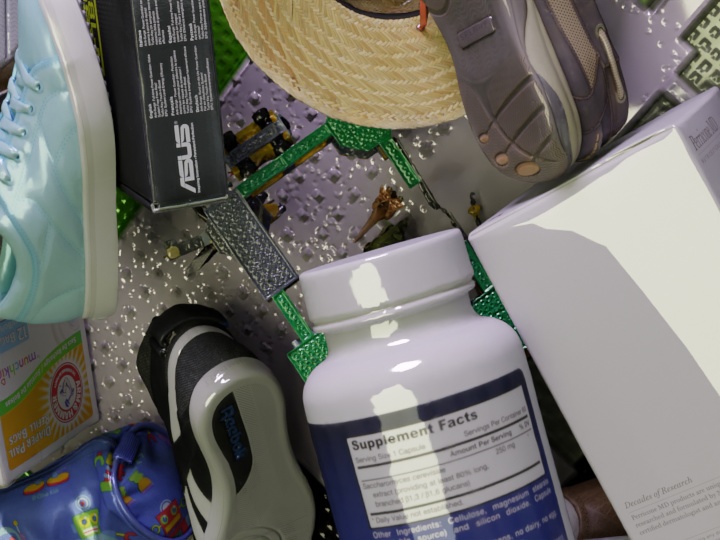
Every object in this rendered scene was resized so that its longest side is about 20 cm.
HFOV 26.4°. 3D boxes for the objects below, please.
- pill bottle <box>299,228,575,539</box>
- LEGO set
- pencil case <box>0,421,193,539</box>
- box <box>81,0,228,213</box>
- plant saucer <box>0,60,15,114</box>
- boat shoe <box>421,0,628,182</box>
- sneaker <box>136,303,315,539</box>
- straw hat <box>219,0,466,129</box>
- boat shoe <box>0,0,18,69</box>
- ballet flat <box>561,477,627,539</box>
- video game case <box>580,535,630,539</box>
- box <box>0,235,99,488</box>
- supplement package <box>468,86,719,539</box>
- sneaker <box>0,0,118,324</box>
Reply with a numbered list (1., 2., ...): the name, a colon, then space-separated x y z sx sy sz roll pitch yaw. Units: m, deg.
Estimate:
1. pill bottle: 0.035 0.088 0.734 0.110 0.111 0.202 -14 92 26
2. LEGO set: 0.000 0.000 0.849 0.154 0.116 0.200 -43 89 -3
3. pencil case: -0.198 0.160 0.974 0.199 0.078 0.087 -24 119 26
4. box: -0.124 -0.145 0.811 0.047 0.193 0.202 -9 106 -18
5. plant saucer: -0.273 -0.086 0.874 0.198 0.200 0.032 -1 112 23
6. boat shoe: 0.071 -0.144 0.725 0.074 0.073 0.202 -9 99 56
7. sneaker: -0.084 0.102 0.924 0.112 0.073 0.201 49 150 43
8. straw hat: 0.017 -0.170 0.784 0.199 0.085 0.203 -1 98 -10
9. boat shoe: -0.223 -0.208 0.882 0.071 0.072 0.202 -11 77 52
10. ballet flat: 0.075 0.168 0.858 0.200 0.072 0.068 -37 44 31
11. video game case: 0.078 0.224 0.853 0.198 0.023 0.183 -9 125 17
12. box: -0.242 0.018 0.935 0.100 0.112 0.202 0 105 23
13. supplement package: 0.163 0.031 0.759 0.119 0.121 0.201 -28 93 27
14. sneaker: -0.174 -0.057 0.808 0.074 0.081 0.202 -136 40 -57
